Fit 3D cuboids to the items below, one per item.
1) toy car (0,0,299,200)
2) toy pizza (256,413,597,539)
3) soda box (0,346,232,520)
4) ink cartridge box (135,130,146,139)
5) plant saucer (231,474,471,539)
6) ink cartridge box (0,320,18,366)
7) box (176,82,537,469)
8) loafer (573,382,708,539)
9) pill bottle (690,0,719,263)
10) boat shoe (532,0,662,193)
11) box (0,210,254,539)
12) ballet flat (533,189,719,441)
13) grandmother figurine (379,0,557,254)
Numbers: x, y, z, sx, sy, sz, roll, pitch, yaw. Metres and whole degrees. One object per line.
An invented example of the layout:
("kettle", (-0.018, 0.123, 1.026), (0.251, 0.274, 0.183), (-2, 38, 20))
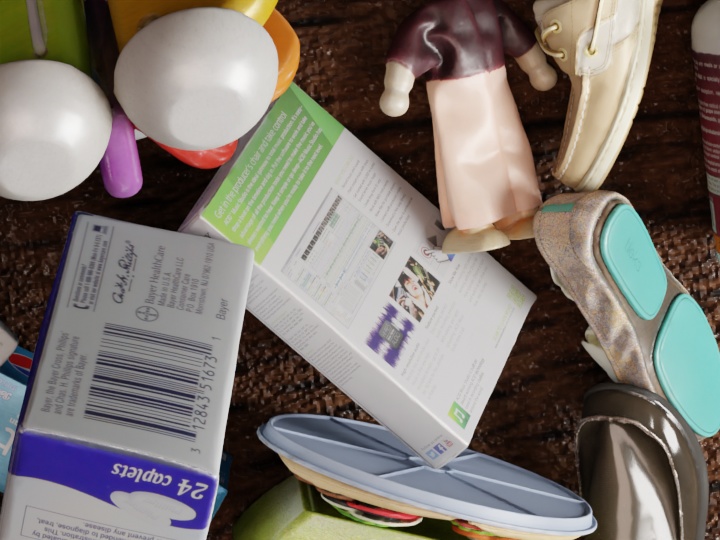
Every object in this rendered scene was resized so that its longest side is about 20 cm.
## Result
("toy car", (-0.128, -0.106, 1.293), (0.200, 0.175, 0.150), (-17, 141, 2))
("toy pizza", (0.036, 0.124, 1.400), (0.200, 0.200, 0.032), (15, 95, -4))
("soda box", (-0.179, 0.102, 1.462), (0.200, 0.064, 0.068), (28, 102, -7))
("ink cartridge box", (-0.210, -0.129, 1.393), (0.200, 0.085, 0.145), (-16, 105, 4))
("plant saucer", (0.028, 0.163, 1.415), (0.200, 0.200, 0.048), (12, 94, -4))
("ink cartridge box", (-0.312, 0.055, 1.349), (0.160, 0.047, 0.200), (45, 84, -12))
("box", (0.000, 0.000, 1.400), (0.200, 0.144, 0.036), (42, 130, -10))
("loafer", (0.165, 0.160, 1.453), (0.073, 0.071, 0.200), (1, 119, 30))
("pill bottle", (0.245, -0.102, 1.393), (0.109, 0.110, 0.200), (-8, 104, 1))
("boat shoe", (0.131, -0.145, 1.401), (0.069, 0.074, 0.200), (13, 94, -6))
("box", (-0.131, 0.106, 1.306), (0.105, 0.184, 0.200), (12, 128, -4))
("ballet flat", (0.155, 0.023, 1.440), (0.067, 0.068, 0.200), (7, 141, 38))
("grandmother figurine", (0.057, -0.113, 1.409), (0.060, 0.121, 0.200), (-3, 99, 45))
